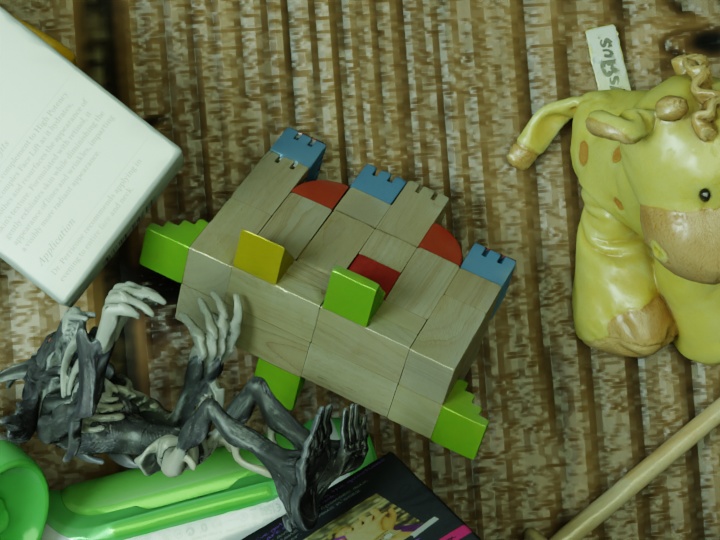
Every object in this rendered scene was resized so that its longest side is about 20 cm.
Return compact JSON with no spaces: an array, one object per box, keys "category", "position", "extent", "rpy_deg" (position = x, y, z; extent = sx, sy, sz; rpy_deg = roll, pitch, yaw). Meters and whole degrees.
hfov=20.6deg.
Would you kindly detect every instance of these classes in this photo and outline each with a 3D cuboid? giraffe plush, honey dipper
[{"category":"giraffe plush","position":[0.181,-0.049,1.056],"extent":[0.172,0.162,0.201],"rpy_deg":[-30,91,-6]},{"category":"honey dipper","position":[0.148,0.125,1.111],"extent":[0.199,0.038,0.038],"rpy_deg":[-37,92,-9]}]

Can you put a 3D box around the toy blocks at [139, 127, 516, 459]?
[{"category":"toy blocks","position":[0.000,0.000,1.059],"extent":[0.198,0.101,0.137],"rpy_deg":[25,40,10]}]

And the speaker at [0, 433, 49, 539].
[{"category":"speaker","position":[-0.255,0.096,1.002],"extent":[0.199,0.088,0.089],"rpy_deg":[20,85,27]}]

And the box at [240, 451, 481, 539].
[{"category":"box","position":[0.023,0.184,0.924],"extent":[0.105,0.200,0.123],"rpy_deg":[-29,107,-8]}]

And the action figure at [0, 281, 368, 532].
[{"category":"action figure","position":[-0.095,0.056,0.973],"extent":[0.198,0.119,0.103],"rpy_deg":[17,99,20]}]

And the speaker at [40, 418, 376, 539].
[{"category":"speaker","position":[-0.086,0.139,1.051],"extent":[0.198,0.088,0.089],"rpy_deg":[-14,89,-6]}]

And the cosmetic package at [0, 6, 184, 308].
[{"category":"cosmetic package","position":[-0.196,-0.079,0.999],"extent":[0.199,0.074,0.102],"rpy_deg":[39,83,-3]}]

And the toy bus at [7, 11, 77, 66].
[{"category":"toy bus","position":[-0.234,-0.046,1.061],"extent":[0.078,0.065,0.201],"rpy_deg":[29,84,-6]}]
